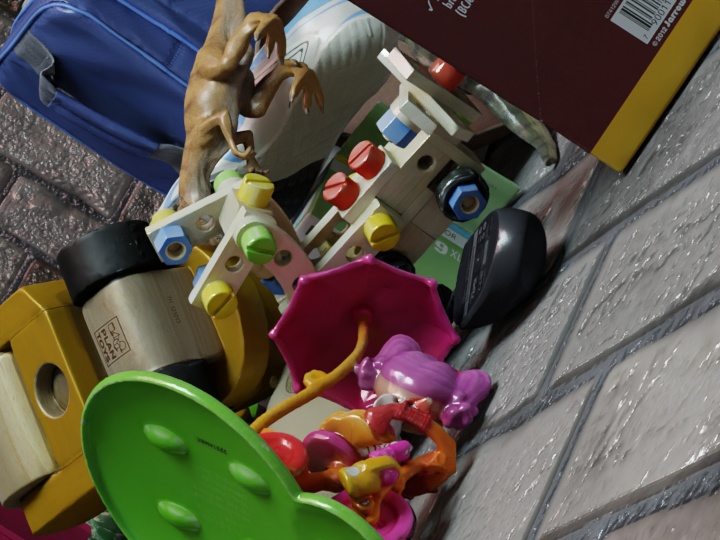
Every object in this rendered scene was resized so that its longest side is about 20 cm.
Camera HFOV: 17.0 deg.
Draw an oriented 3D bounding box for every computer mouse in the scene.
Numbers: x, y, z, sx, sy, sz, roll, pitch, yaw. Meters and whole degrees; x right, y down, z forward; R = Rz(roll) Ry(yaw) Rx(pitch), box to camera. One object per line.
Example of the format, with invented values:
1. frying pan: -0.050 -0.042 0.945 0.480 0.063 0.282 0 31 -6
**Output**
1. computer mouse: 0.062 0.019 1.306 0.200 0.034 0.059 128 153 -66

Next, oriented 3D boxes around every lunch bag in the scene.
1. lunch bag: -0.141 -0.143 1.582 0.136 0.199 0.133 -38 25 53

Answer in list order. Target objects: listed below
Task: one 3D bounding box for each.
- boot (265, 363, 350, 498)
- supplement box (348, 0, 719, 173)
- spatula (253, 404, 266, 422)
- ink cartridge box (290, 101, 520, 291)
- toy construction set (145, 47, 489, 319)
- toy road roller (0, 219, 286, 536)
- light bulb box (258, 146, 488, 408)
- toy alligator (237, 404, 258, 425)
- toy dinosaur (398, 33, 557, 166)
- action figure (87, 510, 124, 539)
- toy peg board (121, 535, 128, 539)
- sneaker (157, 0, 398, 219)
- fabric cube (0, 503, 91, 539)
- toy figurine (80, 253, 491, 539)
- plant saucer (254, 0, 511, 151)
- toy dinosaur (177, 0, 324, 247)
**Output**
1. boot: -0.060 0.130 1.338 0.199 0.073 0.156 -26 33 42
2. supplement box: 0.098 -0.196 1.228 0.198 0.199 0.133 -56 9 15
3. spatula: -0.055 0.079 1.657 0.020 0.057 0.200 -32 21 22
4. ink cartridge box: 0.000 0.000 1.446 0.200 0.103 0.059 -50 13 44
5. toy construction set: -0.006 -0.044 1.289 0.200 0.131 0.092 -40 34 25
6. toy road roller: -0.126 0.058 1.404 0.145 0.124 0.200 -9 -21 -47
7. light bulb box: -0.017 -0.039 1.602 0.200 0.124 0.199 -53 11 42
8. toy alligator: -0.096 0.148 1.618 0.054 0.060 0.200 5 38 32
9. toy dinosaur: 0.084 -0.129 1.444 0.088 0.200 0.048 -29 -40 -21
10. action figure: -0.139 0.084 1.516 0.118 0.054 0.201 -10 65 65
11. toy peg board: -0.113 0.188 1.483 0.201 0.097 0.199 -57 9 11
12. sneaker: -0.052 -0.086 1.416 0.200 0.072 0.073 -49 37 18
13. fabric cube: -0.262 0.272 1.713 0.200 0.199 0.196 -57 8 0
14. toy figurine: -0.006 0.071 1.202 0.184 0.199 0.151 -43 -40 -37
15. plant saucer: 0.034 -0.129 1.502 0.201 0.199 0.035 -68 -19 -45
16. toy dinosaur: -0.075 -0.116 1.352 0.106 0.060 0.201 -12 62 40
